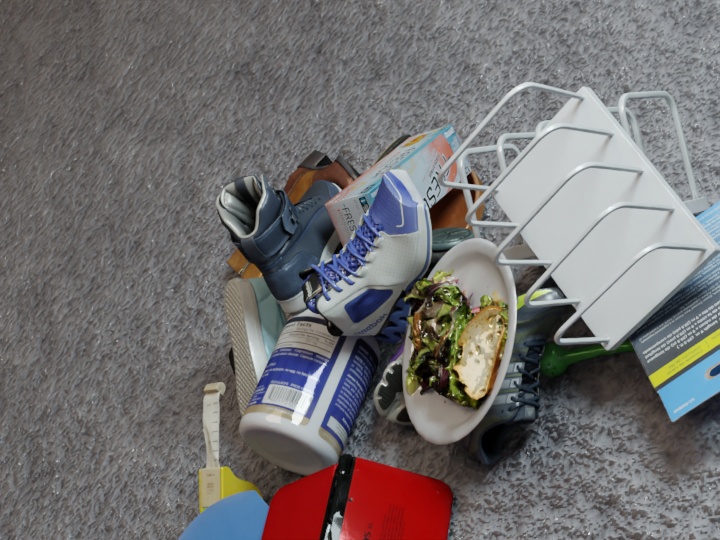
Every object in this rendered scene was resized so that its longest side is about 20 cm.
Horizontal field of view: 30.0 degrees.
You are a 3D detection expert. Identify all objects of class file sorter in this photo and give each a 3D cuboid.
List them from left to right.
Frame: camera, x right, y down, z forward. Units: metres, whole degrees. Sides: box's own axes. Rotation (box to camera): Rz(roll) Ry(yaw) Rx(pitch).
[{"bbox_3d":[0.185,-0.048,1.186,0.139,0.124,0.201,-48,63,28],"label":"file sorter"},{"bbox_3d":[0.216,-0.089,1.338,0.199,0.138,0.126,-16,88,37],"label":"file sorter"}]

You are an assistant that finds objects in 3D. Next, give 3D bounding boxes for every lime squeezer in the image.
[{"bbox_3d":[0.185,0.068,1.345,0.071,0.038,0.199,-54,34,-13],"label":"lime squeezer"}]

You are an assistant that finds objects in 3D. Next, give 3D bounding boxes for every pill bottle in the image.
[{"bbox_3d":[-0.045,0.113,1.476,0.115,0.116,0.201,-6,50,44],"label":"pill bottle"}]

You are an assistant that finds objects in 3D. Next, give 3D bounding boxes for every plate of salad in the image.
[{"bbox_3d":[0.084,0.065,1.284,0.200,0.048,0.202,-38,45,52],"label":"plate of salad"}]

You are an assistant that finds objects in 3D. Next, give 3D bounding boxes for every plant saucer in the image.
[{"bbox_3d":[0.065,-0.047,1.601,0.199,0.032,0.201,-28,38,25],"label":"plant saucer"}]

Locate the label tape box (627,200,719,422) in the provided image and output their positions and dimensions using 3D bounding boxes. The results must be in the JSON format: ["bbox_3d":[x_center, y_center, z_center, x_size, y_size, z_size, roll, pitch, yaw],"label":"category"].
[{"bbox_3d":[0.317,0.046,1.202,0.144,0.063,0.201,-36,35,16],"label":"label tape box"}]

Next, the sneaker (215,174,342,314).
[{"bbox_3d":[-0.085,-0.071,1.503,0.076,0.146,0.203,-23,32,28],"label":"sneaker"}]

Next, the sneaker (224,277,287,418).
[{"bbox_3d":[-0.099,0.105,1.546,0.074,0.081,0.202,-12,85,62],"label":"sneaker"}]

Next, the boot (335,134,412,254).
[{"bbox_3d":[-0.011,-0.073,1.621,0.138,0.077,0.201,-2,52,52],"label":"boot"}]

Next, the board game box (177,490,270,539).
[{"bbox_3d":[-0.118,0.330,1.376,0.158,0.039,0.200,-48,48,-2],"label":"board game box"}]

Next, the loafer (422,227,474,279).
[{"bbox_3d":[0.068,-0.011,1.459,0.071,0.064,0.200,-18,10,-26],"label":"loafer"}]

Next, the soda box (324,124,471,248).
[{"bbox_3d":[0.046,-0.094,1.517,0.068,0.064,0.200,-13,20,39],"label":"soda box"}]

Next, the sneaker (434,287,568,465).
[{"bbox_3d":[0.150,0.102,1.290,0.081,0.073,0.201,50,125,35],"label":"sneaker"}]

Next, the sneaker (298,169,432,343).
[{"bbox_3d":[0.000,0.001,1.377,0.114,0.201,0.081,-6,40,-22],"label":"sneaker"}]

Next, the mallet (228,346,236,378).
[{"bbox_3d":[-0.104,0.047,1.618,0.201,0.041,0.066,-66,30,13],"label":"mallet"}]

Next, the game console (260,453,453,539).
[{"bbox_3d":[-0.015,0.294,1.292,0.119,0.171,0.201,109,175,-52],"label":"game console"}]

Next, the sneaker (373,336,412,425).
[{"bbox_3d":[0.079,0.068,1.418,0.200,0.080,0.083,-49,13,6],"label":"sneaker"}]

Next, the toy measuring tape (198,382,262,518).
[{"bbox_3d":[-0.140,0.225,1.467,0.073,0.073,0.202,-10,77,40],"label":"toy measuring tape"}]

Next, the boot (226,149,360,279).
[{"bbox_3d":[-0.083,-0.060,1.741,0.200,0.068,0.188,-51,34,-7],"label":"boot"}]
